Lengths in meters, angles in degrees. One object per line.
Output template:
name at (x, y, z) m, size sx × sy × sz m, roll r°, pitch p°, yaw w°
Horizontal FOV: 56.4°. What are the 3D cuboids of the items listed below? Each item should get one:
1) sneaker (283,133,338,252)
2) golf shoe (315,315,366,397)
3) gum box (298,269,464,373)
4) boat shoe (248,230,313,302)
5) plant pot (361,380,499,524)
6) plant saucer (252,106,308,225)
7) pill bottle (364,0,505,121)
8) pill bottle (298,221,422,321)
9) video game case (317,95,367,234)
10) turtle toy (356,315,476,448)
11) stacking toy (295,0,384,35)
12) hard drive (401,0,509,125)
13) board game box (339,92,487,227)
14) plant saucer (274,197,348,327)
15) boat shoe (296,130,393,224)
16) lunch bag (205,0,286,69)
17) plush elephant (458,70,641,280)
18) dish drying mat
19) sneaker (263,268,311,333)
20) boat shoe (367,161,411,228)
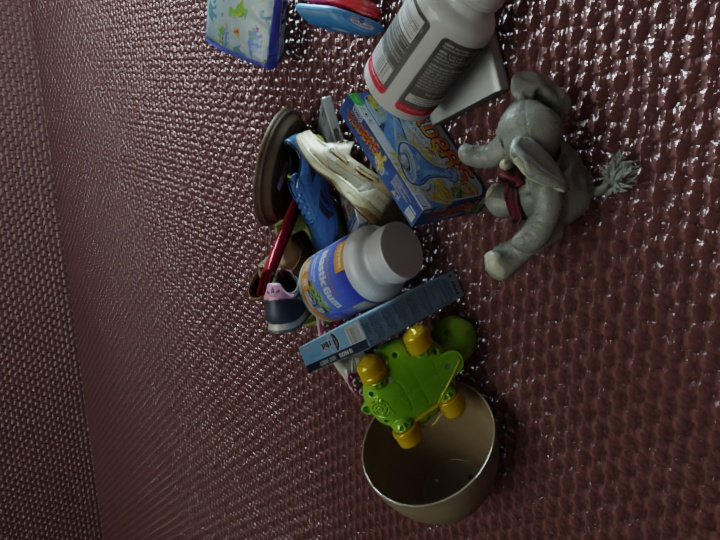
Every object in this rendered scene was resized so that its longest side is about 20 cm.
sneaker at (-0.087, -0.120, 1.100) m, size 0.065 × 0.077 × 0.206 m, roll 2°, pitch 103°, yaw 49°
golf shoe at (-0.035, 0.126, 1.153) m, size 0.091 × 0.074 × 0.204 m, roll 28°, pitch 145°, yaw 59°
gum box at (0.030, 0.074, 0.979) m, size 0.169 × 0.197 × 0.045 m, roll -31°, pitch 84°, yaw 52°
boat shoe at (-0.148, 0.004, 1.218) m, size 0.077 × 0.073 × 0.201 m, roll 61°, pitch 140°, yaw 19°
plant pot at (0.115, 0.281, 0.968) m, size 0.198 × 0.200 × 0.136 m, roll 23°, pitch 149°, yaw 47°
plant saucer at (-0.130, -0.174, 1.147) m, size 0.029 × 0.201 × 0.205 m, roll 16°, pitch 119°, yaw 12°
pill bottle at (0.094, -0.288, 0.815) m, size 0.200 × 0.109 × 0.113 m, roll -47°, pitch 65°, yaw 48°
pill bottle at (0.000, 0.000, 1.004) m, size 0.198 × 0.110 × 0.115 m, roll -27°, pitch 80°, yaw 49°
video game case at (-0.032, -0.159, 1.085) m, size 0.143 × 0.018 × 0.205 m, roll 129°, pitch 125°, yaw -79°
turtle toy at (0.082, 0.139, 0.943) m, size 0.148 × 0.197 × 0.101 m, roll 60°, pitch 174°, yaw -17°
stacking toy at (-0.009, -0.452, 0.970) m, size 0.109 × 0.114 × 0.206 m, roll 25°, pitch 107°, yaw 45°
hard drive at (0.119, -0.313, 0.886) m, size 0.131 × 0.026 × 0.206 m, roll -16°, pitch 88°, yaw 54°
board game box at (0.073, -0.157, 0.906) m, size 0.203 × 0.133 × 0.035 m, roll 59°, pitch 139°, yaw 21°
plant saucer at (-0.067, -0.015, 1.207) m, size 0.198 × 0.047 × 0.205 m, roll -21°, pitch 84°, yaw 53°
boat shoe at (-0.021, -0.148, 0.960) m, size 0.065 × 0.072 × 0.200 m, roll -47°, pitch 55°, yaw 7°
lunch bag at (-0.183, -0.458, 1.159) m, size 0.200 × 0.125 × 0.174 m, roll 44°, pitch 133°, yaw 48°
plush elephant at (0.184, -0.116, 0.744) m, size 0.198 × 0.167 × 0.155 m, roll -26°, pitch 121°, yaw 37°
dish drying mat at (-0.128, -0.053, 1.110) m, size 0.018 × 0.203 × 0.078 m, roll 18°, pitch 139°, yaw -2°
sneaker at (-0.107, 0.029, 1.098) m, size 0.068 × 0.201 × 0.084 m, roll -5°, pitch 107°, yaw 9°
boat shoe at (0.043, -0.123, 1.022) m, size 0.065 × 0.070 × 0.205 m, roll -95°, pitch 1°, yaw -60°
